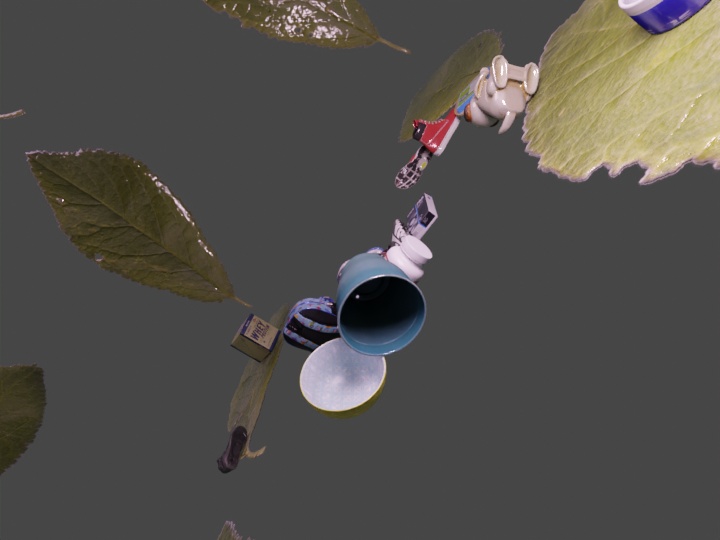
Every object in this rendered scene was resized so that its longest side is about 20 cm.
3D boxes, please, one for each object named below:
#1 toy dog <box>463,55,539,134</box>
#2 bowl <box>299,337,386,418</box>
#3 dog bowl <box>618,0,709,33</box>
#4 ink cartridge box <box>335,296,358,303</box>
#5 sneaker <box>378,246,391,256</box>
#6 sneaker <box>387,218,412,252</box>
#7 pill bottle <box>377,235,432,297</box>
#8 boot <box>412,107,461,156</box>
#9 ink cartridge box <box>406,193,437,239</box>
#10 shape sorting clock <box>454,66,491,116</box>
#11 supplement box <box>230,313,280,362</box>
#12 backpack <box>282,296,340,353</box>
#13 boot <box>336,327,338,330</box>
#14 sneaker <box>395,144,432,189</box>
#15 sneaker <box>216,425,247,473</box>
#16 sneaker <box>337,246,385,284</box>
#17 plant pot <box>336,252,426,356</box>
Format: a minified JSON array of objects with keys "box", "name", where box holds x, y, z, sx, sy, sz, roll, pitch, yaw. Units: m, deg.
[{"box":[0.367,-0.451,1.387,0.200,0.137,0.198,177,88,-73],"name":"toy dog"},{"box":[-0.032,0.263,1.182,0.202,0.197,0.109,-70,-24,-44],"name":"bowl"},{"box":[0.555,-0.521,0.893,0.201,0.078,0.201,-53,14,19],"name":"dog bowl"},{"box":[-0.066,0.140,1.798,0.201,0.044,0.094,-56,15,10],"name":"ink cartridge box"},{"box":[0.096,-0.041,1.512,0.077,0.083,0.202,-39,23,53],"name":"sneaker"},{"box":[0.107,-0.070,1.457,0.090,0.066,0.201,-35,37,16],"name":"sneaker"},{"box":[0.093,0.012,1.339,0.201,0.111,0.113,-52,14,24],"name":"pill bottle"},{"box":[0.270,-0.532,1.861,0.202,0.143,0.072,-60,11,-15],"name":"boot"},{"box":[0.185,-0.171,1.583,0.100,0.039,0.201,-54,13,22],"name":"ink cartridge box"},{"box":[0.401,-0.620,1.796,0.200,0.039,0.201,-46,19,21],"name":"shape sorting clock"},{"box":[-0.578,0.374,2.850,0.200,0.198,0.135,-44,19,49],"name":"supplement box"},{"box":[-0.148,0.168,1.646,0.183,0.198,0.135,-52,33,24],"name":"backpack"},{"box":[0.000,0.128,1.486,0.199,0.073,0.097,-20,53,57],"name":"boot"},{"box":[0.202,-0.383,1.960,0.201,0.077,0.085,-49,7,-7],"name":"sneaker"},{"box":[-0.525,0.731,2.098,0.114,0.076,0.201,-42,25,32],"name":"sneaker"},{"box":[0.000,0.000,1.740,0.199,0.077,0.086,-34,35,22],"name":"sneaker"},{"box":[0.029,0.059,1.190,0.201,0.198,0.189,-54,25,15],"name":"plant pot"}]
